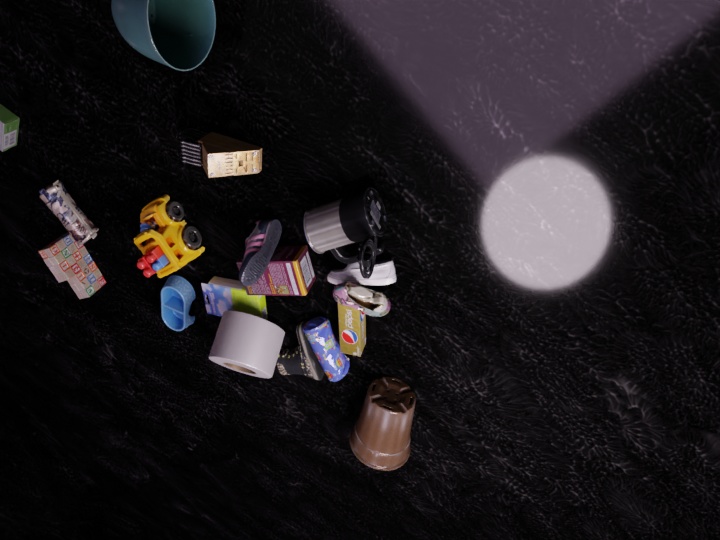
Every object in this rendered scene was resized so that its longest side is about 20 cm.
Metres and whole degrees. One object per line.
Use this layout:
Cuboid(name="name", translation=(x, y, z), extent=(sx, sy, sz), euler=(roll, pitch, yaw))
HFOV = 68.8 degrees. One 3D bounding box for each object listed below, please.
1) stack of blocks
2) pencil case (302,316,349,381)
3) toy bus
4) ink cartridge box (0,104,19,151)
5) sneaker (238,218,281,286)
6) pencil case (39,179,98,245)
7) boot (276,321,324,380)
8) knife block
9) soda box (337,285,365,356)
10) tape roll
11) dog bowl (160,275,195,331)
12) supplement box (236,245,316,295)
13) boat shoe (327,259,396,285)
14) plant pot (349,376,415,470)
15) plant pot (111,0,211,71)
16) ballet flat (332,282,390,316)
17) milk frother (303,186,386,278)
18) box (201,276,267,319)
Cuboid(name="stack of blocks", translation=(-0.948, -0.010, 1.740), extent=(0.057, 0.116, 0.205), euler=(-8, 118, 25))
Cuboid(name="pencil case", translation=(-0.097, 0.232, 1.574), extent=(0.077, 0.086, 0.205), euler=(22, 141, 62))
Cuboid(name="toy bus", translation=(-0.573, -0.081, 1.496), extent=(0.132, 0.193, 0.204), euler=(-18, 113, 31))
Cuboid(name="ink cartridge box", translation=(-1.114, -0.461, 1.553), extent=(0.197, 0.060, 0.104), euler=(37, 127, -4))
Cuboid(name="sneaker", translation=(-0.283, -0.049, 1.406), extent=(0.079, 0.204, 0.071), euler=(7, 147, 30))
Cuboid(name="pencil case", translation=(-0.903, -0.177, 1.637), extent=(0.088, 0.078, 0.203), euler=(-11, 117, 49))
Cuboid(name="boot", translation=(-0.203, 0.251, 1.633), extent=(0.148, 0.074, 0.210), euler=(-1, 121, 25))
Cuboid(name="knife block", translation=(-0.368, -0.314, 1.357), extent=(0.177, 0.194, 0.066), euler=(54, 144, 41))
Cuboid(name="soda box", translation=(-0.023, 0.141, 1.495), extent=(0.065, 0.065, 0.206), euler=(8, 123, 15))
Cuboid(name="tape roll", translation=(-0.340, 0.224, 1.574), extent=(0.195, 0.144, 0.204), euler=(14, 159, 5))
Cuboid(name="dog bowl", translation=(-0.600, 0.113, 1.718), extent=(0.108, 0.050, 0.205), euler=(21, 126, 8))
Cuboid(name="supplement box", translation=(-0.236, 0.000, 1.477), extent=(0.192, 0.086, 0.114), euler=(0, 122, 22))
Cuboid(name="boat shoe", translation=(0.000, 0.000, 1.397), extent=(0.193, 0.072, 0.071), euler=(1, 104, 27))
Cuboid(name="plant pot", translation=(0.077, 0.448, 1.580), extent=(0.193, 0.201, 0.205), euler=(18, 119, 9))
Cuboid(name="plant pot", translation=(-0.439, -0.558, 1.144), extent=(0.156, 0.200, 0.207), euler=(20, 128, 22))
Cuboid(name="ballet flat", translation=(0.018, 0.075, 1.381), extent=(0.195, 0.072, 0.070), euler=(19, 156, -34))
Cuboid(name="milk frother", translation=(-0.040, -0.075, 1.274), extent=(0.183, 0.201, 0.186), euler=(-14, 110, 28))
Cuboid(name="box", translation=(-0.386, 0.092, 1.619), extent=(0.192, 0.048, 0.126), euler=(10, 124, 15))
